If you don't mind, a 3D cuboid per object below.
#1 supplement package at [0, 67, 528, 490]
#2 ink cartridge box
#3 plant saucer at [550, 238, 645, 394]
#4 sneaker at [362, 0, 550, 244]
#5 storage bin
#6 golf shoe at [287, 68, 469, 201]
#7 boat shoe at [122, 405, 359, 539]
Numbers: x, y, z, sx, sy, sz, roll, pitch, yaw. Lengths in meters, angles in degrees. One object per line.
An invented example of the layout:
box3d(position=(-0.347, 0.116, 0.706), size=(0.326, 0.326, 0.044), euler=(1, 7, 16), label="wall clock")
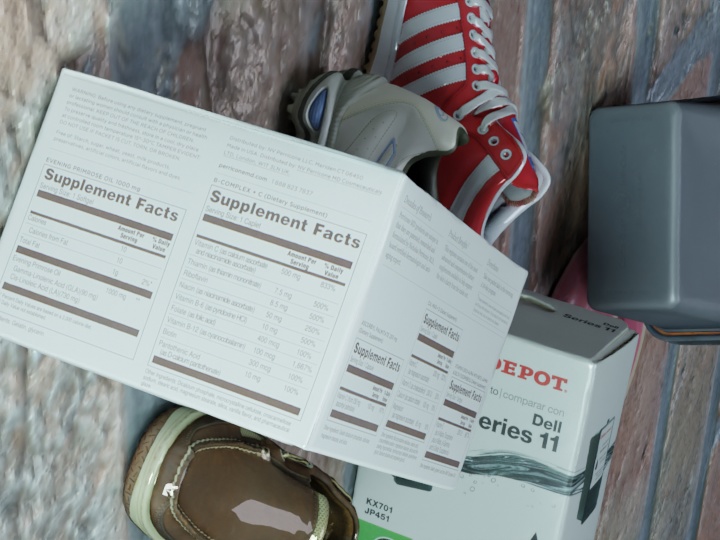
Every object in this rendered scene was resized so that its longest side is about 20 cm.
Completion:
box3d(position=(-0.038, 0.010, 0.809), size=(0.111, 0.155, 0.200), euler=(-70, 159, -5), label="supplement package")
box3d(position=(0.079, 0.116, 1.205), size=(0.083, 0.146, 0.201), euler=(-26, 129, -61), label="ink cartridge box")
box3d(position=(0.192, 0.071, 1.591), size=(0.201, 0.051, 0.201), euler=(-50, 149, -44), label="plant saucer")
box3d(position=(0.061, -0.105, 1.032), size=(0.071, 0.112, 0.201), euler=(19, 89, -70), label="sneaker")
box3d(position=(0.252, -0.044, 1.481), size=(0.134, 0.145, 0.201), euler=(4, 85, -51), label="storage bin")
box3d(position=(0.000, 0.000, 0.984), size=(0.078, 0.097, 0.201), euler=(-38, 142, -59), label="golf shoe")
box3d(position=(-0.050, 0.116, 0.975), size=(0.075, 0.075, 0.202), euler=(-71, 159, -5), label="boat shoe")
